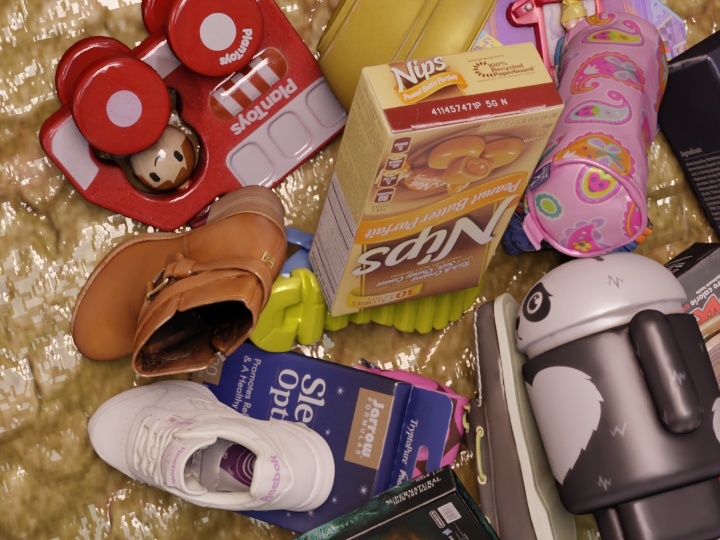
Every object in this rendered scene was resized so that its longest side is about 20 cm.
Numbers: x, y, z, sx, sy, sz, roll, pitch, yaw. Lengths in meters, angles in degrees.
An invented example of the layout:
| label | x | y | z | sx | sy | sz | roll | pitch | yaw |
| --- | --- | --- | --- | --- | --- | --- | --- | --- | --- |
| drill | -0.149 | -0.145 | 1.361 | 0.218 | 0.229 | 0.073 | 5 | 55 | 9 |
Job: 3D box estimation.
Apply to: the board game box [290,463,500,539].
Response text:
| label | x | y | z | sx | sy | sz | roll | pitch | yaw |
| --- | --- | --- | --- | --- | --- | --- | --- | --- | --- |
| board game box | 0.045 | 0.229 | 0.955 | 0.134 | 0.028 | 0.201 | -26 | 126 | 9 |

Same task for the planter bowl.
| label | x | y | z | sx | sy | sz | roll | pitch | yaw |
| --- | --- | --- | --- | --- | --- | --- | --- | --- | --- |
| planter bowl | 0.026 | -0.170 | 0.951 | 0.083 | 0.200 | 0.201 | 30 | 87 | -9 |

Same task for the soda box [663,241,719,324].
| label | x | y | z | sx | sy | sz | roll | pitch | yaw |
| --- | --- | --- | --- | --- | --- | --- | --- | --- | --- |
| soda box | 0.207 | 0.060 | 1.055 | 0.199 | 0.063 | 0.071 | -35 | 96 | -6 |

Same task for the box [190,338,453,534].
| label | x | y | z | sx | sy | sz | roll | pitch | yaw |
| --- | --- | --- | --- | --- | --- | --- | --- | --- | --- |
| box | -0.039 | 0.123 | 0.984 | 0.199 | 0.032 | 0.122 | 12 | 90 | 26 |

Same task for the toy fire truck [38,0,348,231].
| label | x | y | z | sx | sy | sz | roll | pitch | yaw |
| --- | --- | --- | --- | --- | --- | --- | --- | --- | --- |
| toy fire truck | -0.116 | -0.112 | 0.989 | 0.200 | 0.112 | 0.168 | -41 | 115 | -4 |

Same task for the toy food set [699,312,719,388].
| label | x | y | z | sx | sy | sz | roll | pitch | yaw |
| --- | --- | --- | --- | --- | --- | --- | --- | --- | --- |
| toy food set | 0.280 | 0.110 | 1.035 | 0.199 | 0.049 | 0.199 | 15 | 108 | -31 |

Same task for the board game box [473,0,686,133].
| label | x | y | z | sx | sy | sz | roll | pitch | yaw |
| --- | --- | --- | --- | --- | --- | --- | --- | --- | --- |
| board game box | 0.157 | -0.169 | 1.051 | 0.199 | 0.039 | 0.158 | 37 | 86 | -7 |

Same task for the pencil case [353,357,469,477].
| label | x | y | z | sx | sy | sz | roll | pitch | yaw |
| --- | --- | --- | --- | --- | --- | --- | --- | --- | --- |
| pencil case | 0.007 | 0.171 | 1.019 | 0.093 | 0.090 | 0.202 | 18 | 89 | -39 |

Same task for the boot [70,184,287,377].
| label | x | y | z | sx | sy | sz | roll | pitch | yaw |
| --- | --- | --- | --- | --- | --- | --- | --- | --- | --- |
| boot | -0.132 | 0.034 | 0.939 | 0.199 | 0.156 | 0.077 | -28 | 115 | 17 |

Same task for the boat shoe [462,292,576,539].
| label | x | y | z | sx | sy | sz | roll | pitch | yaw |
| --- | --- | --- | --- | --- | --- | --- | --- | --- | --- |
| boat shoe | 0.102 | 0.119 | 0.983 | 0.060 | 0.072 | 0.203 | -11 | 92 | 27 |

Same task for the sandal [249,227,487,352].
| label | x | y | z | sx | sy | sz | roll | pitch | yaw |
| --- | --- | --- | --- | --- | --- | --- | --- | --- | --- |
| sandal | 0.000 | 0.000 | 1.018 | 0.198 | 0.087 | 0.080 | -3 | 126 | -25 |

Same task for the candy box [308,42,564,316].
| label | x | y | z | sx | sy | sz | roll | pitch | yaw |
| --- | --- | --- | --- | --- | --- | --- | --- | --- | --- |
| candy box | 0.042 | -0.053 | 0.885 | 0.115 | 0.201 | 0.056 | -11 | 59 | -19 |

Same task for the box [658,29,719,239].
| label | x | y | z | sx | sy | sz | roll | pitch | yaw |
| --- | --- | --- | --- | --- | --- | --- | --- | --- | --- |
| box | 0.328 | -0.098 | 1.037 | 0.147 | 0.104 | 0.201 | -32 | 97 | -16 |

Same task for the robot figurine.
| label | x | y | z | sx | sy | sz | roll | pitch | yaw |
| --- | --- | --- | --- | --- | --- | --- | --- | --- | --- |
| robot figurine | 0.174 | 0.088 | 0.920 | 0.150 | 0.124 | 0.202 | -24 | 75 | 36 |

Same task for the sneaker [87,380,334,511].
| label | x | y | z | sx | sy | sz | roll | pitch | yaw |
| --- | --- | --- | --- | --- | --- | --- | --- | --- | --- |
| sneaker | -0.118 | 0.117 | 0.951 | 0.199 | 0.099 | 0.076 | 7 | 89 | 31 |

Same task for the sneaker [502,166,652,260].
| label | x | y | z | sx | sy | sz | roll | pitch | yaw |
| --- | --- | --- | --- | --- | --- | --- | --- | --- | --- |
| sneaker | 0.118 | -0.052 | 1.036 | 0.199 | 0.075 | 0.079 | 29 | 104 | -4 |

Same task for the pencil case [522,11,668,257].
| label | x | y | z | sx | sy | sz | roll | pitch | yaw |
| --- | --- | --- | --- | --- | --- | --- | --- | --- | --- |
| pencil case | 0.161 | -0.095 | 0.949 | 0.087 | 0.088 | 0.201 | 29 | 44 | -8 |
